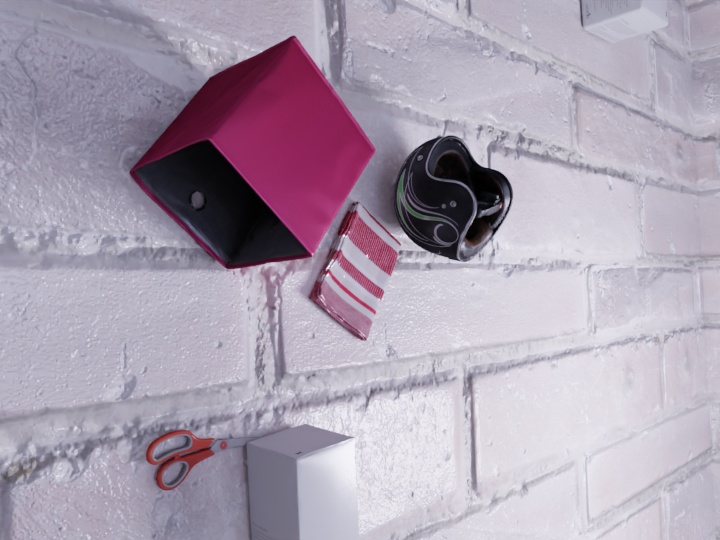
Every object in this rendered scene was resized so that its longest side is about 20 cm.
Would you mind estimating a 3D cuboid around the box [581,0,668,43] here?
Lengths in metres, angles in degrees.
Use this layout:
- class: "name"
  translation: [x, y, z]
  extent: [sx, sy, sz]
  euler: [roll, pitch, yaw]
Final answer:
- class: "box"
  translation: [0.739, -0.778, 1.792]
  extent: [0.198, 0.171, 0.201]
  euler: [-3, 90, -45]

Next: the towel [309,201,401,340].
- class: "towel"
  translation: [0.000, 0.000, 1.097]
  extent: [0.144, 0.023, 0.201]
  euler: [42, 59, -36]

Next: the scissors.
- class: "scissors"
  translation: [-0.201, 0.237, 0.882]
  extent: [0.199, 0.014, 0.074]
  euler: [-15, 98, -44]

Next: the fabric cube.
- class: "fabric cube"
  translation: [-0.138, -0.145, 0.843]
  extent: [0.196, 0.199, 0.200]
  euler: [48, 54, -31]

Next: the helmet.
- class: "helmet"
  translation: [0.152, -0.131, 1.142]
  extent: [0.200, 0.190, 0.201]
  euler: [-37, 151, -25]

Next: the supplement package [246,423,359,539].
- class: "supplement package"
  translation: [-0.081, 0.341, 0.918]
  extent: [0.117, 0.116, 0.201]
  euler: [-5, 95, -44]
